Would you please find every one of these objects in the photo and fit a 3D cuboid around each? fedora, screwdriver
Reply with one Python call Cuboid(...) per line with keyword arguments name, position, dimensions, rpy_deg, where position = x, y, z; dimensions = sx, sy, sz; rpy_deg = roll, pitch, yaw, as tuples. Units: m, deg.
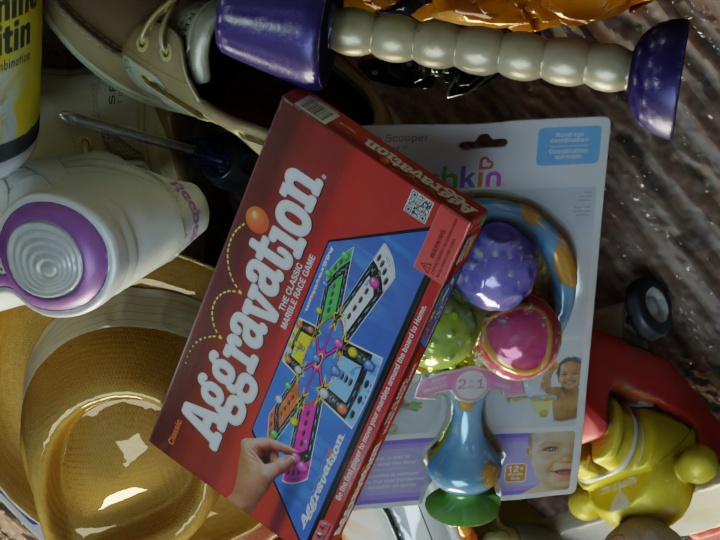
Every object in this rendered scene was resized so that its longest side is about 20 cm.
Cuboid(name="fedora", position=(-0.115, 0.085, 1.208), dimensions=(0.199, 0.082, 0.202), rpy_deg=(5, 125, 7))
Cuboid(name="screwdriver", position=(-0.087, -0.062, 1.134), dimensions=(0.028, 0.029, 0.200), rpy_deg=(-21, 161, 23))

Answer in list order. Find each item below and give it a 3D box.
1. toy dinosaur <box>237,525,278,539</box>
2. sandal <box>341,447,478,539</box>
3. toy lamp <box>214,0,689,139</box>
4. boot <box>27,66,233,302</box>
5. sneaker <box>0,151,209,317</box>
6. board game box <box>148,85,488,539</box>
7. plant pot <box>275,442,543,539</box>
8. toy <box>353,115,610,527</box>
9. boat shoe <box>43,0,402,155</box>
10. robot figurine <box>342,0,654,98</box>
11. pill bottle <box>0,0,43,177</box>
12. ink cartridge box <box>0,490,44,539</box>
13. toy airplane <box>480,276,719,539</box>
Cuboid(name="toy dinosaur", position=(-0.117, 0.148, 1.339), dimensions=(0.182, 0.200, 0.105), rpy_deg=(-50, 127, 0))
Cuboid(name="sandal", position=(0.026, 0.140, 1.237), dimensions=(0.059, 0.079, 0.207), rpy_deg=(-30, 116, -7))
Cuboid(name="toy lamp", position=(0.038, -0.096, 1.030), dimensions=(0.199, 0.058, 0.058), rpy_deg=(10, 136, 6))
Cuboid(name="boot", position=(-0.148, -0.026, 1.239), dimensions=(0.154, 0.073, 0.201), rpy_deg=(7, 133, 14))
Cuboid(name="sneaker", position=(-0.155, -0.017, 1.157), dimensions=(0.199, 0.099, 0.075), rpy_deg=(5, 112, 43))
Cuboid(name="board game box", position=(-0.023, 0.028, 1.081), dimensions=(0.103, 0.019, 0.201), rpy_deg=(34, 124, 17))
Cuboid(name="plant pot", position=(0.034, 0.253, 1.372), dimensions=(0.200, 0.177, 0.200), rpy_deg=(39, 134, -18))
Cuboid(name="toy", position=(0.053, 0.031, 1.091), dimensions=(0.114, 0.047, 0.201), rpy_deg=(-3, 123, -9))
Cuboid(name="boat shoe", position=(-0.064, -0.102, 1.104), dimensions=(0.199, 0.074, 0.066), rpy_deg=(29, 165, 12))
Cuboid(name="robot figurine", position=(0.057, -0.150, 1.051), dimensions=(0.199, 0.058, 0.145), rpy_deg=(-12, 127, 29))
Cuboid(name="pill bottle", position=(-0.198, -0.145, 1.091), dimensions=(0.111, 0.112, 0.201), rpy_deg=(10, 117, 11))
Cuboid(name="ink cartridge box", position=(-0.187, 0.063, 1.314), dimensions=(0.200, 0.037, 0.095), rpy_deg=(44, 101, 3))
Cuboid(name="toy airplane", position=(0.157, 0.118, 1.216), dimensions=(0.198, 0.142, 0.201), rpy_deg=(15, 138, 8))
